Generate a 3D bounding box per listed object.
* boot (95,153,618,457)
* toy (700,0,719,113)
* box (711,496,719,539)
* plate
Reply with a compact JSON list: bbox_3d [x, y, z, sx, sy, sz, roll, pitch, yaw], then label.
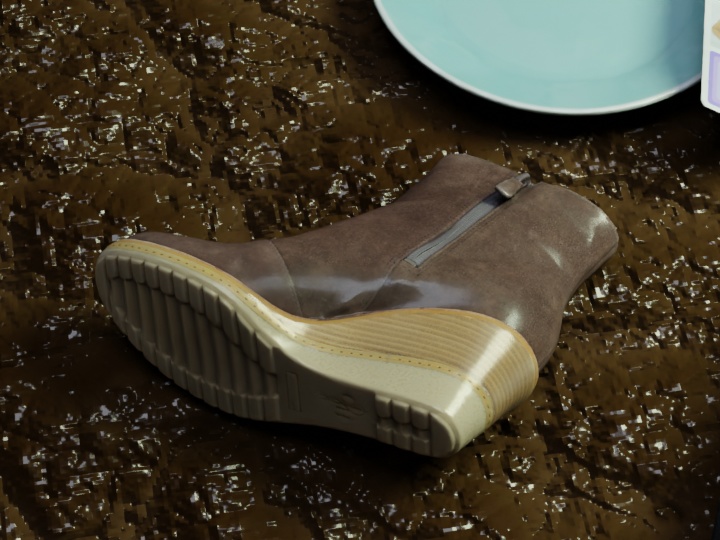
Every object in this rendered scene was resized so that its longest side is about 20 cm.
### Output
[{"bbox_3d":[0.000,0.000,1.039,0.199,0.073,0.166,22,43,18],"label":"boot"},{"bbox_3d":[0.230,-0.145,1.131,0.115,0.047,0.201,19,55,-12],"label":"toy"},{"bbox_3d":[0.254,0.060,0.986,0.157,0.051,0.200,18,55,15],"label":"box"},{"bbox_3d":[0.103,-0.147,1.165,0.199,0.026,0.201,0,51,0],"label":"plate"}]
